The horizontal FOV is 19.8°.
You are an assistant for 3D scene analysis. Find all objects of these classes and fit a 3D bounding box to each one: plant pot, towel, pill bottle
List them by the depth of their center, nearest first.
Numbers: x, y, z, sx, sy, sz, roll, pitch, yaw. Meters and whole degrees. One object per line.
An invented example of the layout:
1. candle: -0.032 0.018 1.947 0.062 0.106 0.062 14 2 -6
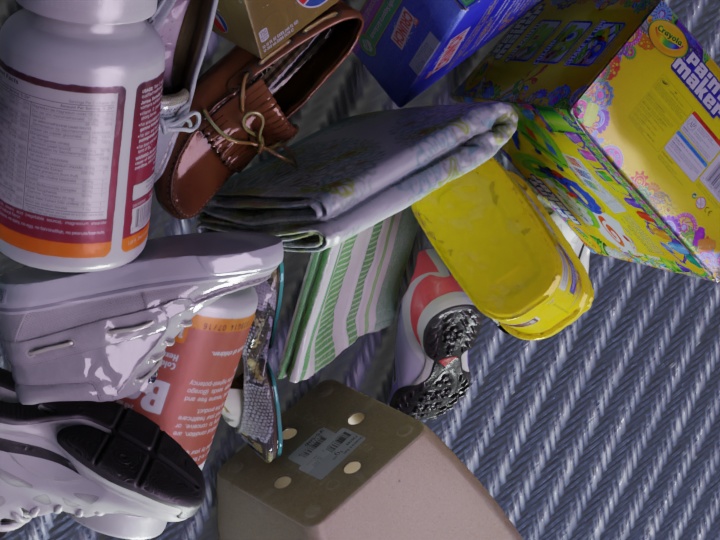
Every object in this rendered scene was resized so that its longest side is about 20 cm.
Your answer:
1. pill bottle: -0.185 -0.109 1.349 0.109 0.109 0.200 -15 123 -42
2. pill bottle: -0.155 0.090 1.517 0.112 0.112 0.200 1 113 -49
3. towel: -0.005 -0.070 1.533 0.200 0.171 0.048 -31 110 -32
4. towel: 0.000 0.000 1.650 0.200 0.023 0.153 -28 137 -63
5. plant pot: -0.007 0.211 1.719 0.200 0.200 0.177 -39 126 -24

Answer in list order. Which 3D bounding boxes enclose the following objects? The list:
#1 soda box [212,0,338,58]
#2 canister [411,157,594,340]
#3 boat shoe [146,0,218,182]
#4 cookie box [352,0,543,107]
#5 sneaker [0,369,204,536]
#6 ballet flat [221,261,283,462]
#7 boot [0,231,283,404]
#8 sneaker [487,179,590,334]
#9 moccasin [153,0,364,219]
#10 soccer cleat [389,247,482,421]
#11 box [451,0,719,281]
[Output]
1. soda box: -0.026 -0.241 1.477 0.200 0.064 0.068 -40 140 -23
2. canister: 0.113 -0.021 1.661 0.086 0.149 0.200 -35 169 7
3. boat shoe: -0.137 -0.144 1.417 0.074 0.065 0.202 -4 118 -46
4. cookie box: 0.100 -0.233 1.552 0.200 0.075 0.171 -38 174 -25
5. sneaker: -0.214 0.149 1.448 0.076 0.200 0.116 -69 -178 -60
6. ballet flat: -0.097 0.067 1.619 0.072 0.072 0.201 -26 132 -36
7. boot: -0.146 0.034 1.411 0.200 0.074 0.096 -10 105 -10
8. sneaker: 0.152 -0.023 1.816 0.115 0.076 0.201 -30 137 -35
9. moccasin: -0.073 -0.117 1.497 0.201 0.078 0.074 -47 141 -15
10. soccer cleat: 0.059 0.061 1.775 0.068 0.073 0.200 -11 148 -15
11. box: 0.214 -0.110 1.676 0.200 0.193 0.122 46 77 -24
